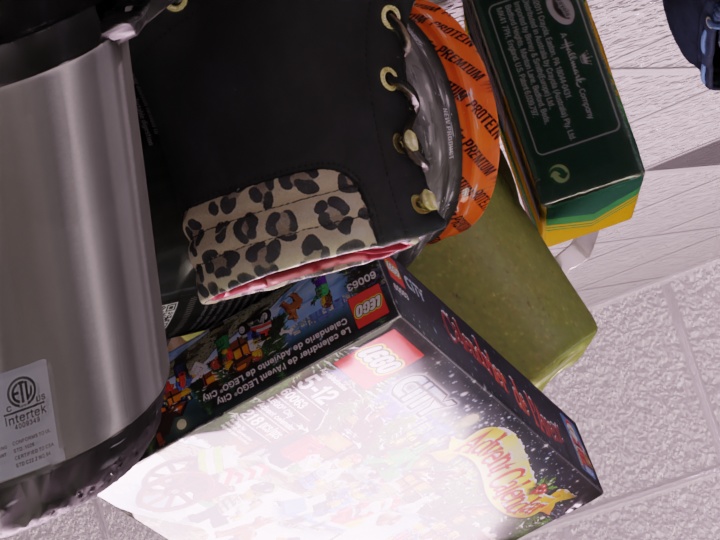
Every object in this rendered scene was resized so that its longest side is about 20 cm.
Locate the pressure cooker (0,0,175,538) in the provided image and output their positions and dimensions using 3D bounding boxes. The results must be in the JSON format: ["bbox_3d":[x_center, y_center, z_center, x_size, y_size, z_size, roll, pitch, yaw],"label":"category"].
[{"bbox_3d":[-0.146,-0.034,0.747,0.178,0.200,0.176,2,-158,22],"label":"pressure cooker"}]

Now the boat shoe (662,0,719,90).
[{"bbox_3d":[0.209,-0.140,1.292,0.084,0.069,0.200,-18,173,-4],"label":"boat shoe"}]

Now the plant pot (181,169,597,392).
[{"bbox_3d":[0.000,0.000,1.134,0.200,0.184,0.200,-38,172,-6],"label":"plant pot"}]

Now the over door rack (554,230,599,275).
[{"bbox_3d":[0.005,0.007,1.336,0.200,0.148,0.067,-45,-164,18],"label":"over door rack"}]

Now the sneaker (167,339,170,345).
[{"bbox_3d":[-0.163,0.008,1.203,0.083,0.071,0.199,19,-177,39],"label":"sneaker"}]

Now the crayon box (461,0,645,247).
[{"bbox_3d":[0.088,-0.083,1.200,0.051,0.126,0.200,-18,174,1],"label":"crayon box"}]

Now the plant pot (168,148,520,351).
[{"bbox_3d":[-0.018,-0.010,1.256,0.200,0.200,0.027,-20,156,16],"label":"plant pot"}]

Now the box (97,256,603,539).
[{"bbox_3d":[-0.005,0.072,0.999,0.136,0.038,0.200,-29,147,14],"label":"box"}]

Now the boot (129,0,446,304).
[{"bbox_3d":[0.012,-0.086,0.862,0.203,0.154,0.073,-17,173,-2],"label":"boot"}]

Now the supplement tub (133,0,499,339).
[{"bbox_3d":[-0.055,-0.041,0.957,0.200,0.123,0.122,-13,171,-31],"label":"supplement tub"}]
